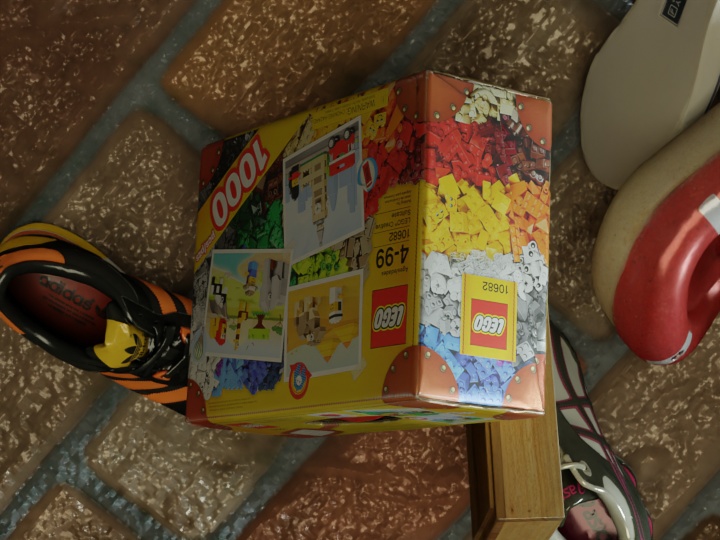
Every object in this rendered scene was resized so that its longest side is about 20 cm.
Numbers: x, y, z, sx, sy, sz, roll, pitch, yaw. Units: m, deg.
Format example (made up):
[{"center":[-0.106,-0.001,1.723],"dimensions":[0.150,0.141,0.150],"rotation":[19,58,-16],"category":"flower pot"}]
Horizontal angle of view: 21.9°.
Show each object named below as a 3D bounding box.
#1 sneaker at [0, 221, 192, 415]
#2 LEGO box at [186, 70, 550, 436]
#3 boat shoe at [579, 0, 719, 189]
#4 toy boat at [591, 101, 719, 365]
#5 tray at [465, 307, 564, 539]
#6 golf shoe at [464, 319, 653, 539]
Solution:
[{"center":[-0.111,0.042,0.994],"dimensions":[0.200,0.090,0.070],"rotation":[25,100,-6],"category":"sneaker"},{"center":[0.000,0.000,0.905],"dimensions":[0.077,0.200,0.149],"rotation":[9,77,-34],"category":"LEGO box"},{"center":[0.190,-0.131,0.978],"dimensions":[0.093,0.075,0.200],"rotation":[-11,137,-38],"category":"boat shoe"},{"center":[0.220,-0.018,0.958],"dimensions":[0.200,0.130,0.131],"rotation":[-39,66,7],"category":"toy boat"},{"center":[0.072,0.038,0.944],"dimensions":[0.037,0.099,0.200],"rotation":[-2,71,-3],"category":"tray"},{"center":[0.101,0.091,1.013],"dimensions":[0.077,0.088,0.200],"rotation":[-34,98,7],"category":"golf shoe"}]
